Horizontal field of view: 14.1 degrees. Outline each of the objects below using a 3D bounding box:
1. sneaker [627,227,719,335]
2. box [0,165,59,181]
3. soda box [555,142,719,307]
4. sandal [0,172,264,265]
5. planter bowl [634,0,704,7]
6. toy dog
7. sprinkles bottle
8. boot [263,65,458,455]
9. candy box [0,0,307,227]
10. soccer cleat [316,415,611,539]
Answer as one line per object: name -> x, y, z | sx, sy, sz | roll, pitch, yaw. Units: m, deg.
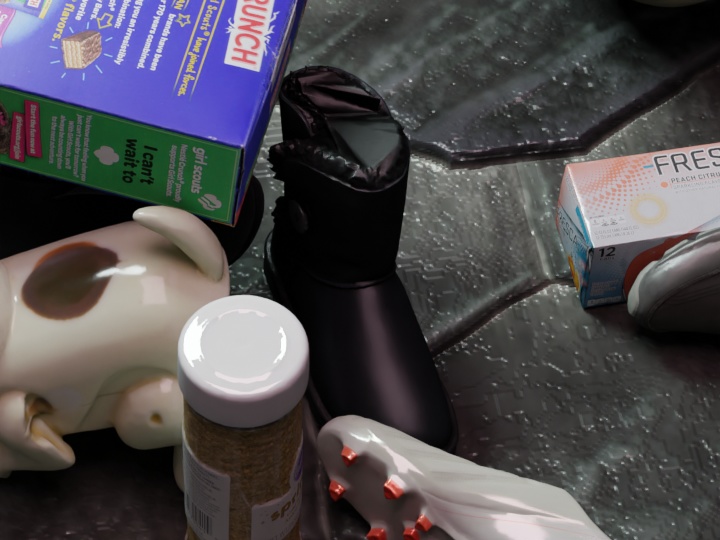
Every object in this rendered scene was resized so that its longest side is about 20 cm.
sneaker -> 0.259, 0.017, 1.720 | 0.200, 0.075, 0.079 | -7, 56, -8
box -> -0.235, -0.167, 1.774 | 0.164, 0.166, 0.200 | -1, 54, -5
soda box -> 0.222, -0.034, 1.764 | 0.200, 0.064, 0.068 | -9, 54, -9
sandal -> -0.155, -0.025, 1.721 | 0.200, 0.043, 0.076 | -4, 96, 11
planter bowl -> 0.202, -0.251, 1.870 | 0.200, 0.135, 0.200 | 0, 65, 0
toy dog -> -0.178, 0.039, 1.613 | 0.200, 0.194, 0.140 | 2, 62, -12
sprinkles bottle -> -0.063, 0.097, 1.563 | 0.068, 0.200, 0.068 | 1, 53, -2
boot -> 0.000, 0.000, 1.660 | 0.076, 0.168, 0.200 | -16, 56, -17
candy box -> -0.139, -0.133, 1.611 | 0.200, 0.077, 0.169 | 14, 55, 4
soccer cleat -> 0.067, 0.137, 1.629 | 0.200, 0.069, 0.078 | 33, 53, 12
